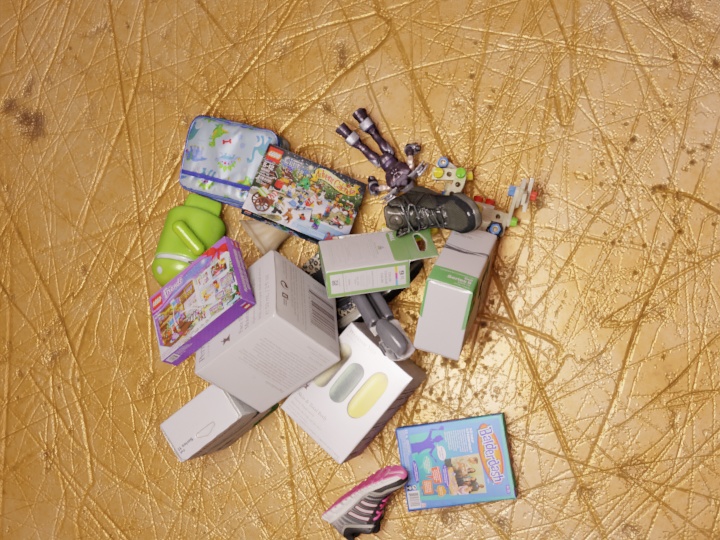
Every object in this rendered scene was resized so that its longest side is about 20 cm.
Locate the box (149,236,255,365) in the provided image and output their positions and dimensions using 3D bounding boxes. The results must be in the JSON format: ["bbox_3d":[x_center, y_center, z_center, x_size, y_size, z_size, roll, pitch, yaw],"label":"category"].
[{"bbox_3d":[-0.275,0.053,1.599,0.200,0.039,0.137,-37,53,22],"label":"box"}]

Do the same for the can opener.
[{"bbox_3d":[0.033,0.070,1.615,0.053,0.067,0.200,-19,56,-19],"label":"can opener"}]

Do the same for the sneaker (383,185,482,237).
[{"bbox_3d":[0.116,-0.092,1.603,0.199,0.114,0.077,22,132,50],"label":"sneaker"}]

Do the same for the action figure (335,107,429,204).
[{"bbox_3d":[0.045,-0.211,1.739,0.130,0.069,0.200,-40,82,1],"label":"action figure"}]

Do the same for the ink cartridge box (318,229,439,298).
[{"bbox_3d":[0.031,-0.015,1.632,0.199,0.104,0.060,-9,124,-5],"label":"ink cartridge box"}]

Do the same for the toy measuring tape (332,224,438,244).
[{"bbox_3d":[0.045,-0.066,1.712,0.199,0.074,0.074,-9,84,-8],"label":"toy measuring tape"}]

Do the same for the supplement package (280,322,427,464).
[{"bbox_3d":[-0.009,0.217,1.681,0.152,0.151,0.200,41,96,13],"label":"supplement package"}]

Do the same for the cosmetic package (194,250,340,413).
[{"bbox_3d":[-0.163,0.109,1.629,0.200,0.165,0.165,-36,37,23],"label":"cosmetic package"}]

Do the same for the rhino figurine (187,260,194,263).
[{"bbox_3d":[-0.264,0.046,1.718,0.087,0.200,0.060,-13,48,21],"label":"rhino figurine"}]

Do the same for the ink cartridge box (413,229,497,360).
[{"bbox_3d":[0.166,0.033,1.603,0.084,0.200,0.147,16,125,12],"label":"ink cartridge box"}]

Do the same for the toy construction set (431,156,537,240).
[{"bbox_3d":[0.218,-0.128,1.682,0.199,0.092,0.132,12,82,19],"label":"toy construction set"}]

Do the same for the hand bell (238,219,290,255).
[{"bbox_3d":[-0.122,-0.111,1.776,0.200,0.104,0.104,-36,79,-4],"label":"hand bell"}]

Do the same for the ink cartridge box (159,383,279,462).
[{"bbox_3d":[-0.256,0.268,1.714,0.146,0.200,0.083,-38,79,9],"label":"ink cartridge box"}]

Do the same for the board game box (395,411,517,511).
[{"bbox_3d":[0.173,0.346,1.683,0.199,0.045,0.153,-10,84,14],"label":"board game box"}]

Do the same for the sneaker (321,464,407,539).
[{"bbox_3d":[0.023,0.429,1.695,0.200,0.074,0.088,-39,87,25],"label":"sneaker"}]

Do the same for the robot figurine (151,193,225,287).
[{"bbox_3d":[-0.328,-0.043,1.778,0.115,0.175,0.201,20,70,-17],"label":"robot figurine"}]

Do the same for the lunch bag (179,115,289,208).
[{"bbox_3d":[-0.245,-0.205,1.802,0.199,0.082,0.162,17,94,15],"label":"lunch bag"}]

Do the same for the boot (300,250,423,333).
[{"bbox_3d":[-0.001,0.000,1.734,0.203,0.073,0.154,-39,76,7],"label":"boot"}]

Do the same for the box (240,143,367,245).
[{"bbox_3d":[-0.103,-0.132,1.714,0.199,0.038,0.137,22,74,-6],"label":"box"}]
